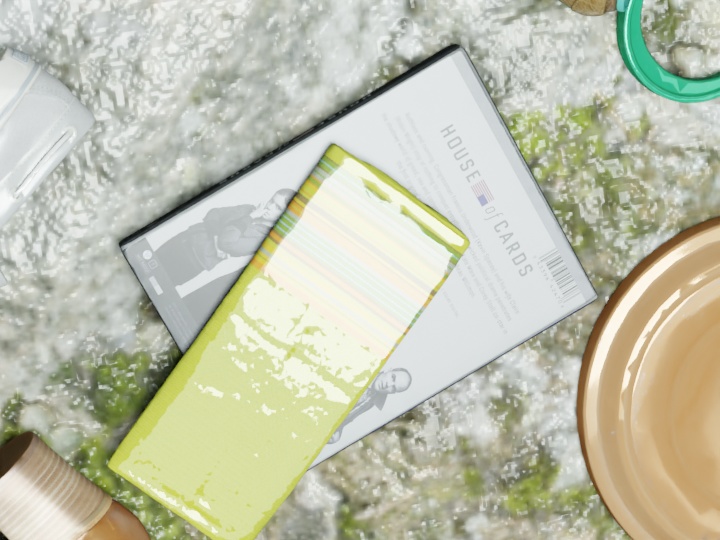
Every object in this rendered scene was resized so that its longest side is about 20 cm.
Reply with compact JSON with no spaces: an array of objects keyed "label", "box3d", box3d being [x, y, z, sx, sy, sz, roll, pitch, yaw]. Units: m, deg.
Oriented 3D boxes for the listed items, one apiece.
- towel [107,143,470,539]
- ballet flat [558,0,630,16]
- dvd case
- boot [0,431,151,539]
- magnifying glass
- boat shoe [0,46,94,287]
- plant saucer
[{"label":"towel","box3d":[-0.036,0.040,1.367,0.086,0.018,0.201,35,95,-7]},{"label":"ballet flat","box3d":[0.122,-0.228,1.348,0.072,0.068,0.201,17,102,9]},{"label":"dvd case","box3d":[0.000,0.000,1.384,0.199,0.025,0.151,-30,103,-2]},{"label":"boot","box3d":[-0.182,0.197,1.377,0.200,0.077,0.155,-43,107,-6]},{"label":"magnifying glass","box3d":[0.204,-0.174,1.386,0.079,0.022,0.200,35,95,-13]},{"label":"boat shoe","box3d":[-0.202,-0.010,1.335,0.068,0.072,0.201,34,85,-12]},{"label":"plant saucer","box3d":[0.212,0.070,1.424,0.199,0.032,0.202,-1,100,-8]}]
